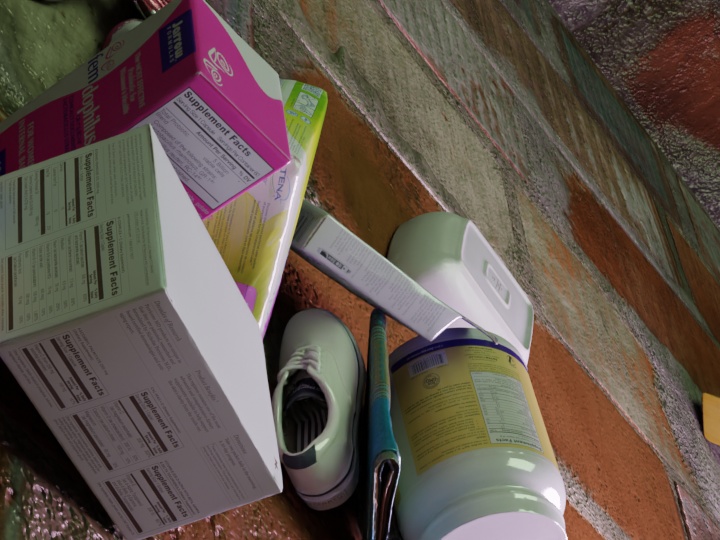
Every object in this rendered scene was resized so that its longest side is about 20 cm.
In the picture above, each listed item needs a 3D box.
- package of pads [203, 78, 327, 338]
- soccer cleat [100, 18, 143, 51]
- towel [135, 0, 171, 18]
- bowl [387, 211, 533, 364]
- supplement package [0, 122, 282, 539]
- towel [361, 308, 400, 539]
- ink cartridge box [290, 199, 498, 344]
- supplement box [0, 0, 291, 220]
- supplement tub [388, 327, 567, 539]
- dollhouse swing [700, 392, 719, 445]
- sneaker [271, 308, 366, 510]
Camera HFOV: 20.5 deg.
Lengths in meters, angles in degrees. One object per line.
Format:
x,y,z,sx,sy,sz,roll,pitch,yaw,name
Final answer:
-0.085,-0.029,1.473,0.068,0.200,0.155,15,24,0,package of pads
-0.171,-0.167,1.629,0.070,0.086,0.200,52,19,-19,soccer cleat
-0.138,-0.178,1.753,0.200,0.030,0.146,55,-4,-11,towel
0.115,0.032,2.089,0.200,0.075,0.200,53,20,-13,bowl
-0.140,0.041,1.252,0.156,0.111,0.200,-101,170,-47,supplement package
0.015,0.144,1.586,0.200,0.022,0.147,-91,-175,-58,towel
0.000,0.000,1.704,0.200,0.041,0.200,35,-1,-24,ink cartridge box
-0.156,-0.080,1.339,0.103,0.200,0.101,45,22,-36,supplement box
0.093,0.164,1.694,0.145,0.145,0.200,41,25,-42,supplement tub
0.579,0.297,2.952,0.182,0.176,0.200,20,1,26,dollhouse swing
-0.035,0.093,1.574,0.200,0.073,0.071,-99,168,-47,sneaker
